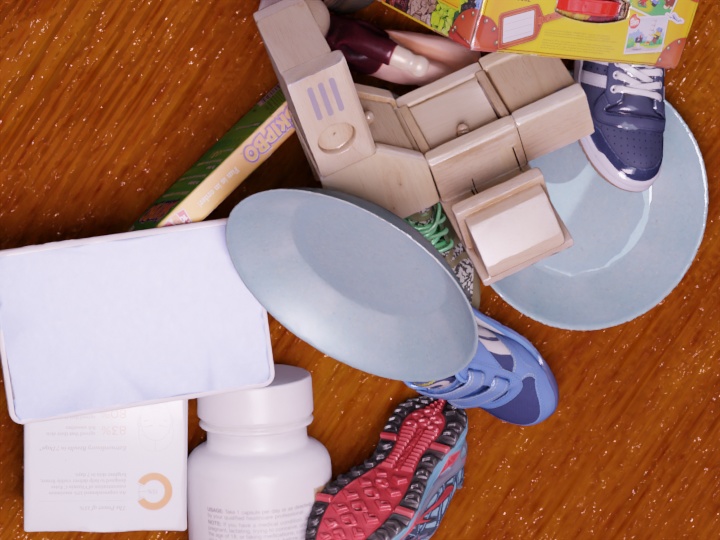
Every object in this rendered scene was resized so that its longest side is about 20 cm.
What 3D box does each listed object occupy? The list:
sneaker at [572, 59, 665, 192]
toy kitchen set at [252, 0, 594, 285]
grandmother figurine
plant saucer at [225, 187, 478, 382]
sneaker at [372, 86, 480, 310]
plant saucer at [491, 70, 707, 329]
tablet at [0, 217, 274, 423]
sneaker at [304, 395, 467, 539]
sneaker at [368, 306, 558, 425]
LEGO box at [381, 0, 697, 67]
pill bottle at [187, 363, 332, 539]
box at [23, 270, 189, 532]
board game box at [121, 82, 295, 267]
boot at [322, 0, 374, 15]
[{"bbox_3d":[0.208,-0.166,1.688,0.070,0.109,0.201,9,60,-21],"label":"sneaker"},{"bbox_3d":[0.062,-0.107,1.577,0.199,0.164,0.181,-24,140,-2],"label":"toy kitchen set"},{"bbox_3d":[0.009,-0.167,1.703,0.199,0.121,0.061,17,79,-30],"label":"grandmother figurine"},{"bbox_3d":[0.000,0.000,1.609,0.201,0.201,0.039,37,58,-12],"label":"plant saucer"},{"bbox_3d":[0.039,-0.042,1.744,0.077,0.089,0.201,-26,102,-3],"label":"sneaker"},{"bbox_3d":[0.172,-0.056,1.772,0.200,0.039,0.202,-1,95,-11],"label":"plant saucer"},{"bbox_3d":[-0.168,0.036,1.668,0.199,0.014,0.131,-8,100,-8],"label":"tablet"},{"bbox_3d":[0.031,0.188,1.745,0.079,0.200,0.096,14,131,31],"label":"sneaker"},{"bbox_3d":[0.073,0.071,1.741,0.200,0.083,0.074,38,133,-27],"label":"sneaker"},{"bbox_3d":[0.115,-0.207,1.585,0.199,0.149,0.078,0,113,-40],"label":"LEGO box"},{"bbox_3d":[-0.078,0.179,1.751,0.114,0.114,0.201,-3,100,-7],"label":"pill bottle"},{"bbox_3d":[-0.195,0.091,1.730,0.124,0.097,0.201,1,99,-8],"label":"box"},{"bbox_3d":[-0.109,-0.074,1.715,0.200,0.096,0.030,-41,103,0],"label":"board game box"},{"bbox_3d":[0.071,-0.231,1.725,0.200,0.075,0.097,-36,99,-3],"label":"boot"}]
